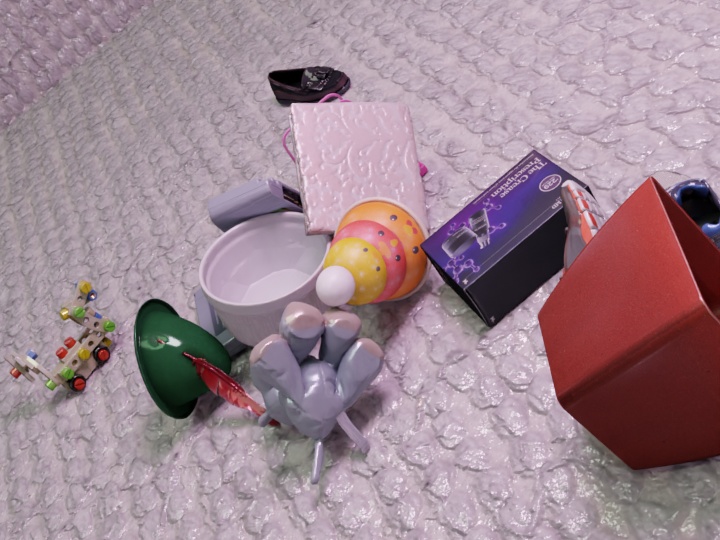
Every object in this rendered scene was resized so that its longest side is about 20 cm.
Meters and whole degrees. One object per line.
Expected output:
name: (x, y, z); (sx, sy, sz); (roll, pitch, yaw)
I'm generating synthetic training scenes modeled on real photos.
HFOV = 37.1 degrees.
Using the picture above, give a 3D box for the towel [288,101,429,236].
towel: (-0.002, -0.145, 1.539); (0.032, 0.188, 0.203); (135, 130, -65)

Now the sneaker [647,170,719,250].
sneaker: (0.376, -0.075, 1.210); (0.077, 0.085, 0.201); (-35, 32, 5)

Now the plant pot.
plant pot: (0.286, 0.072, 1.040); (0.175, 0.199, 0.202); (-36, 31, 25)

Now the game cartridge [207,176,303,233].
game cartridge: (-0.135, -0.080, 1.639); (0.132, 0.199, 0.041); (-17, 67, 28)

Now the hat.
hat: (-0.198, 0.115, 1.509); (0.174, 0.203, 0.166); (-17, 11, 19)

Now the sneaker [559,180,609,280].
sneaker: (0.254, -0.012, 1.231); (0.081, 0.077, 0.202); (-34, 51, 29)

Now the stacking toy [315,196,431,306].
stacking toy: (0.000, 0.000, 1.384); (0.144, 0.148, 0.200); (-18, 12, 28)

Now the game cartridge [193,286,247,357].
game cartridge: (-0.192, 0.054, 1.668); (0.132, 0.042, 0.201); (-31, 33, 4)

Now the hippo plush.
hippo plush: (-0.059, 0.138, 1.361); (0.158, 0.202, 0.161); (-28, 2, -19)

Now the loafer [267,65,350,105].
loafer: (-0.106, -0.360, 2.053); (0.198, 0.063, 0.072); (2, 50, 46)

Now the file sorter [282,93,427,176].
file sorter: (-0.018, -0.182, 1.695); (0.139, 0.126, 0.200); (-42, 33, -7)

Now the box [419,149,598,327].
box: (0.194, -0.044, 1.365); (0.199, 0.079, 0.141); (-40, 35, -1)

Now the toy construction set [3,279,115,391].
toy construction set: (-0.492, 0.123, 1.793); (0.200, 0.132, 0.092); (-44, 32, -8)

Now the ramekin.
ramekin: (-0.124, 0.019, 1.538); (0.197, 0.106, 0.202); (-10, 40, 8)
